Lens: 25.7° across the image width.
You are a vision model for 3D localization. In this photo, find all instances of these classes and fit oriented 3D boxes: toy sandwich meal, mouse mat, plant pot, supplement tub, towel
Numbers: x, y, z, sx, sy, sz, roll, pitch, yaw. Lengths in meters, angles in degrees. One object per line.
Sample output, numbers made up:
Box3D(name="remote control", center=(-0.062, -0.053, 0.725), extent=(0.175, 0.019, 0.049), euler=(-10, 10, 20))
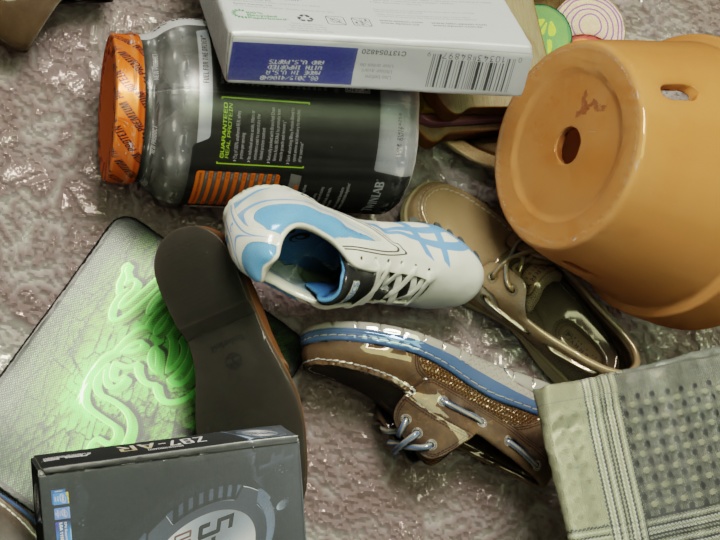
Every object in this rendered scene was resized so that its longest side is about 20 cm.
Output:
Box3D(name="toy sandwich meal", center=(0.110, -0.164, 1.144), extent=(0.203, 0.070, 0.207), euler=(4, 74, -16))
Box3D(name="mouse mat", center=(-0.146, 0.082, 1.034), extent=(0.160, 0.008, 0.201), euler=(35, 67, -5))
Box3D(name="plant pot", center=(0.183, -0.069, 1.050), extent=(0.139, 0.199, 0.202), euler=(11, 71, -36))
Box3D(name="supplement tub", center=(-0.069, -0.102, 1.045), extent=(0.198, 0.123, 0.124), euler=(3, 74, -17))
Box3D(name="towel", center=(0.213, 0.152, 1.004), extent=(0.191, 0.035, 0.202), euler=(-8, 80, -16))

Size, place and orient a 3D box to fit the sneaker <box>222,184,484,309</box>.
Box3D(name="sneaker", center=(0.000, 0.000, 1.016), extent=(0.199, 0.072, 0.073), euler=(13, 42, -35))

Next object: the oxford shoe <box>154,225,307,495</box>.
Box3D(name="oxford shoe", center=(-0.074, 0.065, 1.024), extent=(0.071, 0.071, 0.202), euler=(-14, 94, 9))

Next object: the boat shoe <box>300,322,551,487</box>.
Box3D(name="boat shoe", center=(0.050, 0.091, 1.047), extent=(0.198, 0.072, 0.073), euler=(18, 72, -12))

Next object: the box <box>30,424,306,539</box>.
Box3D(name="box", center=(-0.111, 0.204, 0.958), extent=(0.159, 0.043, 0.202), euler=(-5, 96, -18))

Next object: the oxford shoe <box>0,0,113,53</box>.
Box3D(name="oxford shoe", center=(-0.191, -0.226, 1.081), extent=(0.084, 0.073, 0.200), euler=(44, 69, -19))

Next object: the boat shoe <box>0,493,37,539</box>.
Box3D(name="boat shoe", center=(-0.265, 0.142, 0.945), extent=(0.199, 0.072, 0.073), euler=(32, 68, -7))

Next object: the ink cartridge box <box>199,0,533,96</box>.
Box3D(name="ink cartridge box", center=(-0.008, -0.184, 1.036), extent=(0.198, 0.041, 0.201), euler=(1, 38, -16))

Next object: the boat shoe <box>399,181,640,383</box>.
Box3D(name="boat shoe", center=(0.115, 0.006, 1.102), extent=(0.200, 0.065, 0.071), euler=(41, 68, -3))
